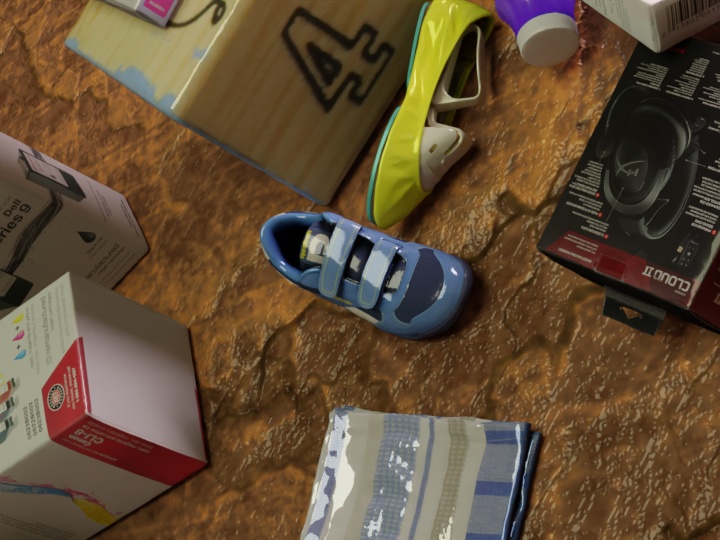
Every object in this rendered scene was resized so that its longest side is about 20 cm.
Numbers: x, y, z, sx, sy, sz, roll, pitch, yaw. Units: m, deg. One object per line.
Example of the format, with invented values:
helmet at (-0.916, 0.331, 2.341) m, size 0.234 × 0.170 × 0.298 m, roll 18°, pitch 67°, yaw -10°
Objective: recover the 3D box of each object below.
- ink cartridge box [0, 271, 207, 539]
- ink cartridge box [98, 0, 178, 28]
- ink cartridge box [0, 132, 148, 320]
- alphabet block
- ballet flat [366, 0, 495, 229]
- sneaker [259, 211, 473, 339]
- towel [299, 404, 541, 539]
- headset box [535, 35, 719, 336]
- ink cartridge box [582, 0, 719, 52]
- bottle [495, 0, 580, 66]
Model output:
ink cartridge box at (-0.254, 0.127, 1.718) m, size 0.200 × 0.145 × 0.145 m, roll -34°, pitch 51°, yaw 27°
ink cartridge box at (-0.153, -0.299, 1.632) m, size 0.119 × 0.042 × 0.200 m, roll 28°, pitch 92°, yaw 46°
ink cartridge box at (-0.313, -0.030, 1.807) m, size 0.146 × 0.200 × 0.084 m, roll -45°, pitch 47°, yaw 17°
alphabet block at (-0.085, -0.203, 1.690) m, size 0.195 × 0.196 × 0.200 m, roll 34°, pitch 94°, yaw 45°
ballet flat at (0.060, -0.125, 1.618) m, size 0.067 × 0.067 × 0.200 m, roll 10°, pitch 74°, yaw 23°
sneaker at (0.000, 0.000, 1.593) m, size 0.200 × 0.082 × 0.074 m, roll 14°, pitch 79°, yaw 43°
towel at (0.037, 0.174, 1.516) m, size 0.200 × 0.024 × 0.147 m, roll 1°, pitch 72°, yaw 42°
headset box at (0.226, -0.053, 1.417) m, size 0.149 × 0.077 × 0.200 m, roll 23°, pitch 87°, yaw 46°
ink cartridge box at (0.217, -0.247, 1.484) m, size 0.162 × 0.057 × 0.200 m, roll -29°, pitch 47°, yaw -16°
bottle at (0.127, -0.250, 1.601) m, size 0.084 × 0.065 × 0.200 m, roll 110°, pitch 155°, yaw -54°
